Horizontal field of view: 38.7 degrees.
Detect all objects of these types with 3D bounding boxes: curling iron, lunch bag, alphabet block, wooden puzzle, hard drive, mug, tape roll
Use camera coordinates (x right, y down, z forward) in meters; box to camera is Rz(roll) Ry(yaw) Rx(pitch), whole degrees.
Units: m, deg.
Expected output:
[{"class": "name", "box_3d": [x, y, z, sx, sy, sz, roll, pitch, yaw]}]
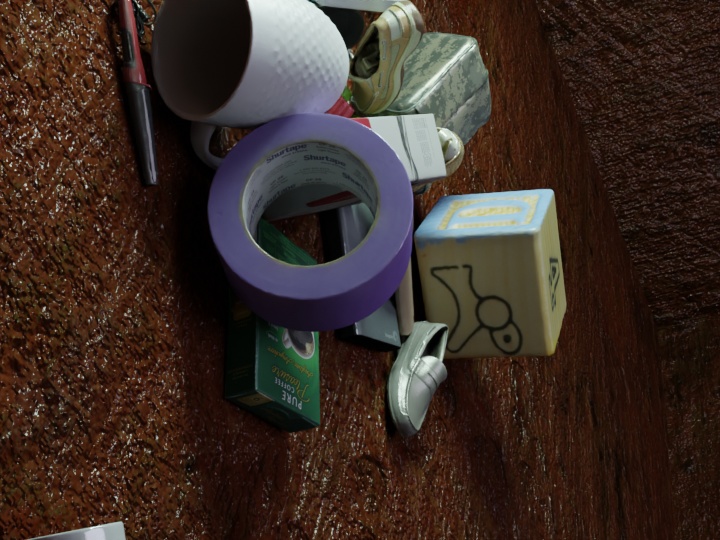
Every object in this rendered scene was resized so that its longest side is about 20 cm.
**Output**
[{"class": "curling iron", "box_3d": [-0.207, -0.178, 0.978, 0.049, 0.025, 0.202, 14, 64, -61]}, {"class": "lunch bag", "box_3d": [0.099, -0.228, 1.517, 0.200, 0.139, 0.168, -48, 130, -25]}, {"class": "alphabet block", "box_3d": [0.203, 0.003, 1.566, 0.196, 0.194, 0.202, -49, 134, -61]}, {"class": "wooden puzzle", "box_3d": [0.054, -0.041, 1.424, 0.186, 0.037, 0.201, 83, 7, -47]}, {"class": "hard drive", "box_3d": [0.000, 0.000, 1.342, 0.139, 0.033, 0.202, 24, 55, -62]}, {"class": "mug", "box_3d": [-0.109, -0.194, 1.054, 0.175, 0.147, 0.201, 0, 118, -51]}, {"class": "tape roll", "box_3d": [-0.047, -0.048, 1.011, 0.085, 0.198, 0.202, 85, 1, -65]}]

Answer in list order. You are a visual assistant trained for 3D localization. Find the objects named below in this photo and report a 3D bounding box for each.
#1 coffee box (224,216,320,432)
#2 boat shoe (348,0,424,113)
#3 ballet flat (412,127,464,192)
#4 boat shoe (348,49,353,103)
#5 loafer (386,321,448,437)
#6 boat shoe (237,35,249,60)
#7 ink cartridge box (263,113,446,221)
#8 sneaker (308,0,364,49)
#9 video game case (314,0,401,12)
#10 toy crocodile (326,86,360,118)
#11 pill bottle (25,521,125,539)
[{"class": "coffee box", "box_3d": [-0.091, 0.057, 1.080, 0.123, 0.044, 0.202, 39, 41, -52]}, {"class": "boat shoe", "box_3d": [0.013, -0.259, 1.289, 0.072, 0.076, 0.200, 53, -26, 16]}, {"class": "ballet flat", "box_3d": [0.090, -0.152, 1.365, 0.070, 0.065, 0.200, 43, 47, 7]}, {"class": "boat shoe", "box_3d": [-0.043, -0.272, 1.360, 0.201, 0.069, 0.071, 69, 24, -19]}, {"class": "loafer", "box_3d": [0.081, 0.141, 1.395, 0.070, 0.069, 0.201, 60, 27, -34]}, {"class": "boat shoe", "box_3d": [-0.117, -0.207, 1.194, 0.063, 0.072, 0.200, -50, 144, -10]}, {"class": "ink cartridge box", "box_3d": [-0.010, -0.123, 1.205, 0.199, 0.146, 0.084, -16, 91, -55]}, {"class": "sneaker", "box_3d": [-0.105, -0.322, 1.242, 0.199, 0.084, 0.121, 2, 27, -35]}, {"class": "video game case", "box_3d": [-0.057, -0.374, 1.264, 0.182, 0.023, 0.200, 38, 26, 20]}, {"class": "toy crocodile", "box_3d": [-0.021, -0.188, 1.337, 0.062, 0.068, 0.200, 34, -11, 45]}, {"class": "pill bottle", "box_3d": [-0.176, 0.271, 0.666, 0.111, 0.110, 0.202, 15, 63, -64]}]
